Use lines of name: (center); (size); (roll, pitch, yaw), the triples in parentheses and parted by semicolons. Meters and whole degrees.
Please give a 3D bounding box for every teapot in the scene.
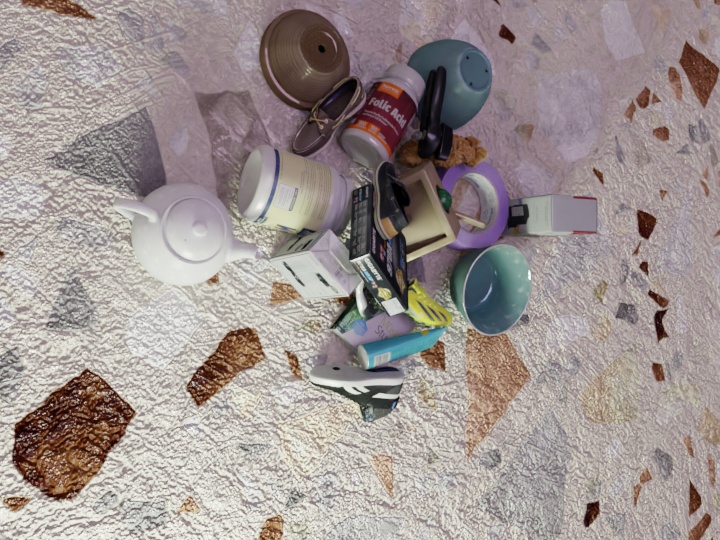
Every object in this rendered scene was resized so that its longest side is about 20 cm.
teapot: (-0.309, -0.069, 1.291); (0.198, 0.145, 0.200); (-29, 100, -26)

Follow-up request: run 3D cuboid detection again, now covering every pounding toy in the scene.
pounding toy: (0.132, -0.118, 1.519); (0.187, 0.197, 0.142); (63, 20, -11)

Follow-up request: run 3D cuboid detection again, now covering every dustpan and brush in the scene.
dustpan and brush: (0.000, 0.000, 1.452); (0.140, 0.056, 0.203); (-57, 135, -59)

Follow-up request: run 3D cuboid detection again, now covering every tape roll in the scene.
tape roll: (0.241, -0.149, 1.650); (0.197, 0.065, 0.205); (2, 86, -30)

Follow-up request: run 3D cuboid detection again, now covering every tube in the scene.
tube: (0.089, 0.158, 1.509); (0.197, 0.078, 0.051); (-11, 67, -27)

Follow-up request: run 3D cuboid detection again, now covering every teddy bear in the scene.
teddy bear: (0.180, -0.267, 1.579); (0.196, 0.068, 0.146); (7, 41, 1)

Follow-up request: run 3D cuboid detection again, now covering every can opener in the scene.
can opener: (0.150, -0.327, 1.520); (0.078, 0.063, 0.204); (13, 74, -38)

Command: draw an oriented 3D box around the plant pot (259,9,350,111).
plant pot: (-0.096, -0.432, 1.463); (0.197, 0.092, 0.205); (2, 86, -30)

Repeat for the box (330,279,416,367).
box: (0.045, 0.096, 1.542); (0.144, 0.036, 0.201); (46, 66, -19)

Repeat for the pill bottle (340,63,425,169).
pill bottle: (0.052, -0.325, 1.526); (0.114, 0.114, 0.202); (38, 70, -22)

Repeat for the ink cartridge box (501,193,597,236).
ink cartridge box: (0.421, -0.122, 1.674); (0.143, 0.199, 0.085); (0, 90, -28)

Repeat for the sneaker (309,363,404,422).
sneaker: (-0.011, 0.257, 1.482); (0.196, 0.073, 0.114); (3, 110, -12)

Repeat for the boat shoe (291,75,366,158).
boat shoe: (-0.068, -0.307, 1.459); (0.200, 0.060, 0.072); (-45, 72, -6)

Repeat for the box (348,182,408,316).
box: (0.036, -0.040, 1.359); (0.160, 0.045, 0.202); (55, 25, -37)

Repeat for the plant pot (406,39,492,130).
plant pot: (0.215, -0.423, 1.612); (0.197, 0.134, 0.205); (2, 87, -29)

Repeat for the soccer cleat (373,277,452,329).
soccer cleat: (0.120, 0.064, 1.525); (0.197, 0.065, 0.085); (20, 96, -25)

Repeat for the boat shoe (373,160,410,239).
boat shoe: (0.062, -0.139, 1.364); (0.075, 0.061, 0.202); (52, 25, -34)

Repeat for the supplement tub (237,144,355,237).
supplement tub: (-0.123, -0.146, 1.400); (0.197, 0.144, 0.148); (14, 80, -27)

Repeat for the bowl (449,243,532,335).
bowl: (0.276, 0.032, 1.622); (0.197, 0.105, 0.205); (-8, 105, -29)

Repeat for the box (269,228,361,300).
box: (-0.084, -0.008, 1.383); (0.117, 0.199, 0.060); (48, 66, -16)
